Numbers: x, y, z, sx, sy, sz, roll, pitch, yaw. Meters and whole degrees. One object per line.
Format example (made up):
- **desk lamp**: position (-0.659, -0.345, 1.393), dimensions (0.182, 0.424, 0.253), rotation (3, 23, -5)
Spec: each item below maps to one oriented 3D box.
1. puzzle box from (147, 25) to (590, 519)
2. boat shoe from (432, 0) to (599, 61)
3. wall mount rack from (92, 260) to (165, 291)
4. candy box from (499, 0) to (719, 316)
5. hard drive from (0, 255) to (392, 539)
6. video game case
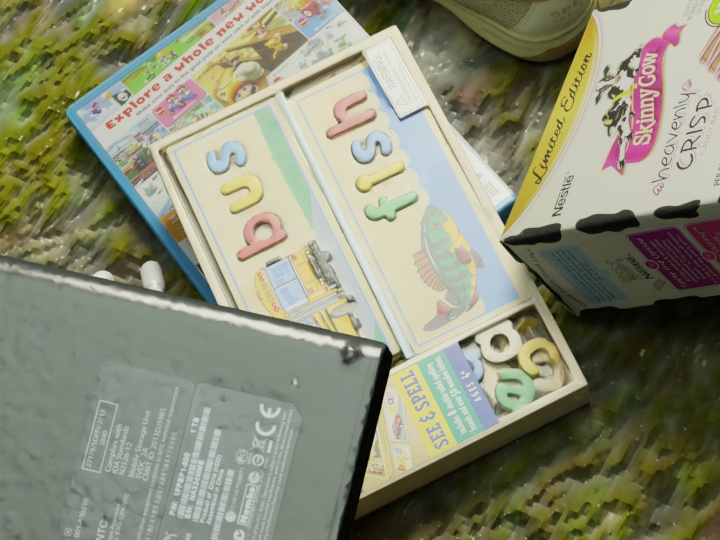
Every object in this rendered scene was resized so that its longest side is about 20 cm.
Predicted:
- **puzzle box**: position (0.000, 0.000, 0.921), dimensions (0.132, 0.025, 0.201), rotation (-27, 67, -2)
- **boat shoe**: position (0.029, -0.171, 1.012), dimensions (0.200, 0.063, 0.073), rotation (34, 74, 29)
- **wall mount rack**: position (-0.140, 0.052, 0.893), dimensions (0.199, 0.174, 0.075), rotation (-26, 87, 1)
- **candy box**: position (0.165, -0.062, 0.853), dimensions (0.199, 0.061, 0.137), rotation (-12, 46, 47)
- **hard drive**: position (-0.100, 0.075, 0.774), dimensions (0.198, 0.033, 0.141), rotation (12, 80, 10)
- **video game case**: position (-0.036, -0.053, 0.989), dimensions (0.143, 0.018, 0.200), rotation (-36, 58, -6)
